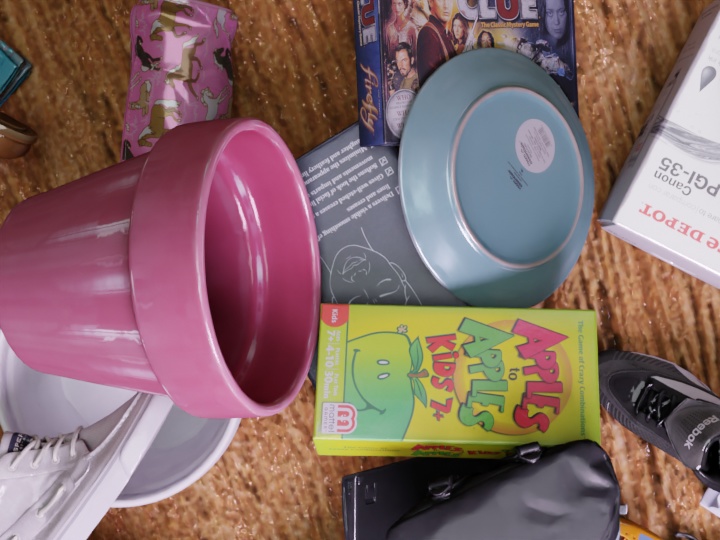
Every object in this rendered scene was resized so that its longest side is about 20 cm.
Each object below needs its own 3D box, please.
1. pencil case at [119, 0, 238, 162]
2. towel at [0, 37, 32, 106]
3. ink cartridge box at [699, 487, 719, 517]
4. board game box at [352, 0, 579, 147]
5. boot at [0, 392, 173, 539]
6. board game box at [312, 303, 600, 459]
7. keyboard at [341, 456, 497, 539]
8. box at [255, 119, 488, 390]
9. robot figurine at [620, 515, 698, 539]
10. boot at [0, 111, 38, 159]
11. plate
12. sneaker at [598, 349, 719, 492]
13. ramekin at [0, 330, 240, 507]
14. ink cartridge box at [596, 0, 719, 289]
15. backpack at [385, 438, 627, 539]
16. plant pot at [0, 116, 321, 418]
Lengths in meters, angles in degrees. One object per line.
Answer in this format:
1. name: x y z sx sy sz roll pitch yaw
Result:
1. pencil case: -0.152 -0.123 0.982 0.082 0.086 0.202 10 93 34
2. towel: -0.397 -0.181 1.021 0.200 0.022 0.147 40 94 1
3. ink cartridge box: 0.405 0.157 0.949 0.198 0.043 0.201 33 94 26
4. board game box: 0.085 -0.165 0.931 0.199 0.035 0.137 -5 93 -35
5. boot: -0.223 0.144 0.896 0.095 0.074 0.201 35 94 -5
6. board game box: 0.069 0.080 0.870 0.198 0.048 0.102 1 67 3
7. keyboard: 0.060 0.153 0.946 0.021 0.199 0.128 6 97 44
8. box: 0.000 0.000 0.965 0.148 0.107 0.201 -30 90 4
9. robot figurine: 0.228 0.276 0.990 0.199 0.058 0.146 26 95 2
10. boot: -0.360 -0.066 0.978 0.199 0.074 0.156 12 92 17
11. plate: 0.113 -0.069 0.912 0.199 0.026 0.202 2 87 -35
12. sneaker: 0.260 0.120 0.943 0.200 0.090 0.067 36 94 23
13. ramekin: -0.185 0.082 0.981 0.199 0.105 0.202 0 93 4
14. ink cartridge box: 0.299 -0.093 0.956 0.146 0.083 0.201 27 94 1
15. backpack: 0.115 0.208 0.873 0.162 0.200 0.155 -23 80 -2
16. plant pot: -0.143 0.004 0.837 0.178 0.200 0.202 -5 93 20
